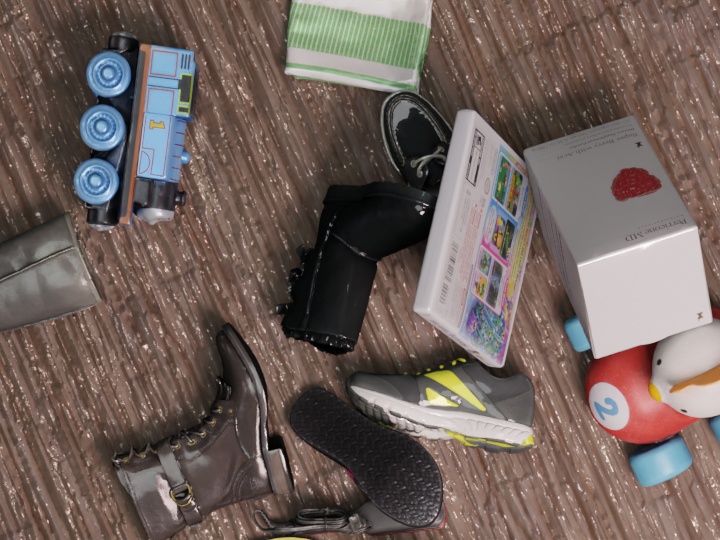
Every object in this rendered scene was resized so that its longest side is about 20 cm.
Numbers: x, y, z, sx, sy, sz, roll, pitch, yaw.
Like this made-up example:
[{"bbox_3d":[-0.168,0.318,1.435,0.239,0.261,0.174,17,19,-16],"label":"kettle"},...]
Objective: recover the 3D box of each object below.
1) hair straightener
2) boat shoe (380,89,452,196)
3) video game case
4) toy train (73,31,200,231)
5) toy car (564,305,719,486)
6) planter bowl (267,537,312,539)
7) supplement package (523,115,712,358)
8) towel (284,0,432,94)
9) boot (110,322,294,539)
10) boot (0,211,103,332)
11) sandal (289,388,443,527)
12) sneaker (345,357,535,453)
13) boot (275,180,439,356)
[{"bbox_3d":[-0.012,0.244,1.695,0.197,0.077,0.041,-1,76,3],"label":"hair straightener"},{"bbox_3d":[0.078,-0.089,1.700,0.073,0.060,0.202,-21,93,0],"label":"boat shoe"},{"bbox_3d":[0.117,-0.027,1.633,0.023,0.182,0.202,5,73,30],"label":"video game case"},{"bbox_3d":[-0.226,-0.138,1.703,0.113,0.087,0.203,7,89,-5],"label":"toy train"},{"bbox_3d":[0.308,0.101,1.629,0.175,0.200,0.186,-26,88,1],"label":"toy car"},{"bbox_3d":[-0.072,0.376,1.684,0.198,0.083,0.203,0,93,0],"label":"planter bowl"},{"bbox_3d":[0.246,-0.035,1.619,0.120,0.201,0.121,-17,127,0],"label":"supplement package"},{"bbox_3d":[0.005,-0.289,1.730,0.150,0.023,0.203,9,89,2],"label":"towel"},{"bbox_3d":[-0.170,0.170,1.703,0.172,0.069,0.202,-17,91,0],"label":"boot"},{"bbox_3d":[-0.383,-0.011,1.710,0.198,0.073,0.183,-24,102,7],"label":"boot"},{"bbox_3d":[0.012,0.187,1.690,0.199,0.045,0.075,35,80,32],"label":"sandal"},{"bbox_3d":[0.084,0.126,1.706,0.197,0.075,0.086,15,71,1],"label":"sneaker"},{"bbox_3d":[0.000,0.000,1.649,0.073,0.197,0.164,25,78,-32],"label":"boot"}]
